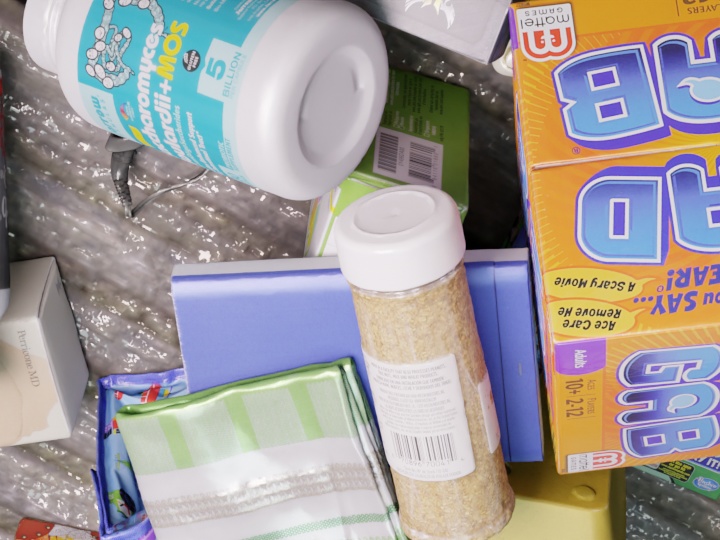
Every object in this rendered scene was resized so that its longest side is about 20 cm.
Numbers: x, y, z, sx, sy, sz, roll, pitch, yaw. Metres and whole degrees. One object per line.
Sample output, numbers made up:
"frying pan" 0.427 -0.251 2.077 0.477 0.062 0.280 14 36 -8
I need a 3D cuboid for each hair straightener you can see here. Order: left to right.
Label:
"hair straightener" -0.097 -0.115 1.584 0.076 0.041 0.201 18 114 -7

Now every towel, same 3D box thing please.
"towel" -0.045 0.156 1.535 0.148 0.031 0.201 -14 111 12

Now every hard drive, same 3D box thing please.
"hard drive" 0.000 0.053 1.517 0.199 0.025 0.133 -3 121 7

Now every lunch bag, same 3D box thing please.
"lunch bag" -0.114 0.175 1.664 0.093 0.200 0.151 -9 119 8

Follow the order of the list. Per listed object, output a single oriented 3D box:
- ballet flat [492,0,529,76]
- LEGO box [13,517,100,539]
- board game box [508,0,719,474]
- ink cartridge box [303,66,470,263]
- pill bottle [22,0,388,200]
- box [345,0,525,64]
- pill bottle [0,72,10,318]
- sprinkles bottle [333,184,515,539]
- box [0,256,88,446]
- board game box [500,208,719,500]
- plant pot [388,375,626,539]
"ballet flat" 0.086 -0.153 1.535 0.200 0.067 0.067 43 76 -15
"LEGO box" -0.212 0.289 1.767 0.077 0.149 0.201 11 121 -3
"board game box" 0.192 -0.025 1.479 0.199 0.201 0.200 -7 156 2
"ink cartridge box" 0.000 0.000 1.586 0.075 0.148 0.201 17 120 -7
"pill bottle" -0.091 -0.117 1.479 0.199 0.111 0.111 21 127 32
"box" 0.012 -0.223 1.466 0.199 0.048 0.159 22 106 8
"pill bottle" -0.263 -0.023 1.566 0.115 0.116 0.202 -2 92 4
"sprinkles bottle" 0.036 0.054 1.459 0.068 0.068 0.201 -8 120 8
"box" -0.279 0.061 1.679 0.199 0.078 0.095 -9 118 9
"board game box" 0.164 0.051 1.676 0.199 0.029 0.135 22 120 -9
"plant pot" 0.074 0.167 1.642 0.199 0.200 0.177 10 120 2
